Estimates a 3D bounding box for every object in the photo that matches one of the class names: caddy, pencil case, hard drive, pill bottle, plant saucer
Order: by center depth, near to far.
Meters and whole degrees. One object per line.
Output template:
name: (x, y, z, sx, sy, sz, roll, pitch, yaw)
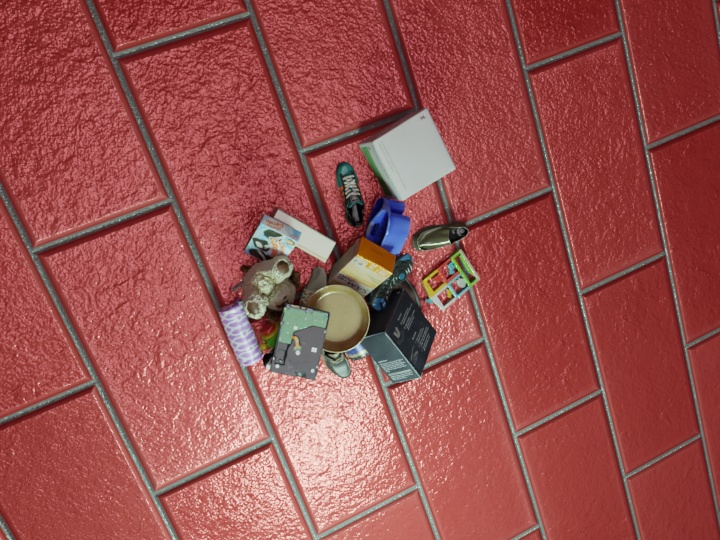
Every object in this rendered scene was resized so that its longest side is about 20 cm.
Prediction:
hard drive: (-0.175, 0.204, 1.578, 0.138, 0.038, 0.203, 12, 93, -10)
plant saucer: (-0.071, 0.141, 1.620, 0.197, 0.035, 0.203, 0, 95, 2)
pencil case: (-0.357, 0.186, 1.637, 0.083, 0.086, 0.202, -11, 105, 22)
caddy: (0.069, -0.126, 1.652, 0.104, 0.142, 0.201, 4, 136, -20)
pill bottle: (-0.040, 0.171, 1.704, 0.111, 0.112, 0.201, -36, 106, -7)

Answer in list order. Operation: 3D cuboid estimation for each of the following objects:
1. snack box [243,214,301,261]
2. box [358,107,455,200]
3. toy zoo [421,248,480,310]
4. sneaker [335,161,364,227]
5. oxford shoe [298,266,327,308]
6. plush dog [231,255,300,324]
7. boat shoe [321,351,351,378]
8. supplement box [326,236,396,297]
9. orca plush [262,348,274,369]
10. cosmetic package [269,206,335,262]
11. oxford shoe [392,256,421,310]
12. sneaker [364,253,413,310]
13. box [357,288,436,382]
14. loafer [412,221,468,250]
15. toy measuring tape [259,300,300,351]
snack box: (-0.254, -0.080, 1.561, 0.115, 0.200, 0.037, 25, 60, -14)
box: (0.138, -0.344, 1.637, 0.199, 0.171, 0.200, -32, 106, -8)
toy zoo: (0.291, 0.040, 1.822, 0.199, 0.020, 0.132, -39, 107, -7)
sneaker: (-0.024, -0.230, 1.657, 0.071, 0.080, 0.203, -17, 103, -12)
oxford shoe: (-0.154, 0.085, 1.663, 0.058, 0.075, 0.202, 25, 80, -48)
plush dog: (-0.265, 0.055, 1.619, 0.172, 0.160, 0.201, 41, 79, -42)
boat shoe: (-0.090, 0.265, 1.725, 0.074, 0.073, 0.201, -35, 106, -7)
supplement box: (0.000, 0.000, 1.643, 0.125, 0.200, 0.074, 27, 52, -17)
orca plush: (-0.230, 0.242, 1.673, 0.199, 0.071, 0.106, -23, 146, -39)
cosmetic package: (-0.180, -0.108, 1.624, 0.199, 0.103, 0.074, 29, 91, -17)
oxford shoe: (0.130, 0.059, 1.758, 0.084, 0.073, 0.202, -30, 94, -6)
sneaker: (0.082, 0.024, 1.684, 0.073, 0.082, 0.201, 40, 86, -32)
box: (0.119, 0.203, 1.696, 0.201, 0.117, 0.197, 52, 41, -21)
loafer: (0.262, -0.113, 1.763, 0.198, 0.070, 0.076, -20, 104, -12)
toy measuring tape: (-0.247, 0.165, 1.677, 0.074, 0.073, 0.201, 46, 62, -18)
